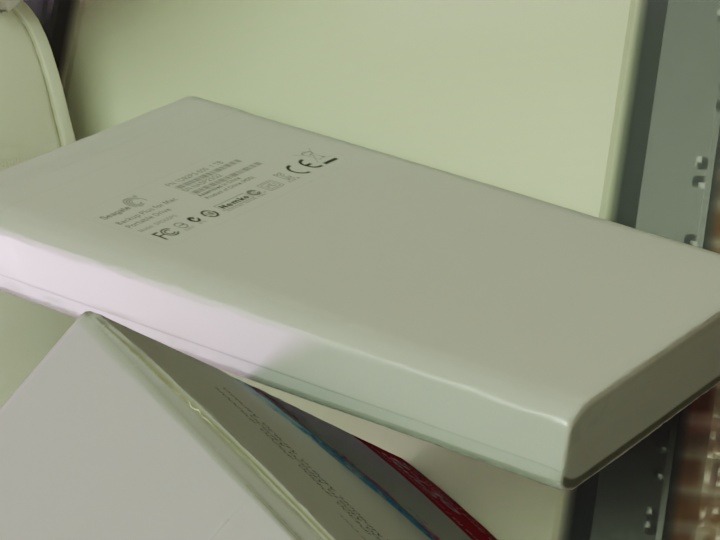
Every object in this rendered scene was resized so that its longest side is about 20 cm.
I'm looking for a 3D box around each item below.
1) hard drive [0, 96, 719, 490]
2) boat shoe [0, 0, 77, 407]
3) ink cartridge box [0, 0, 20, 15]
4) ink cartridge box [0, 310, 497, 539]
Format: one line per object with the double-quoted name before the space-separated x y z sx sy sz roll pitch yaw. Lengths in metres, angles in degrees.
"hard drive" 0.000 0.000 0.819 0.199 0.132 0.026 19 115 27
"boat shoe" -0.118 0.011 0.913 0.062 0.073 0.201 -31 65 53
"ink cartridge box" -0.132 -0.199 0.917 0.146 0.084 0.200 -43 71 -14
"ink cartridge box" -0.027 0.125 0.753 0.145 0.200 0.145 43 95 27
